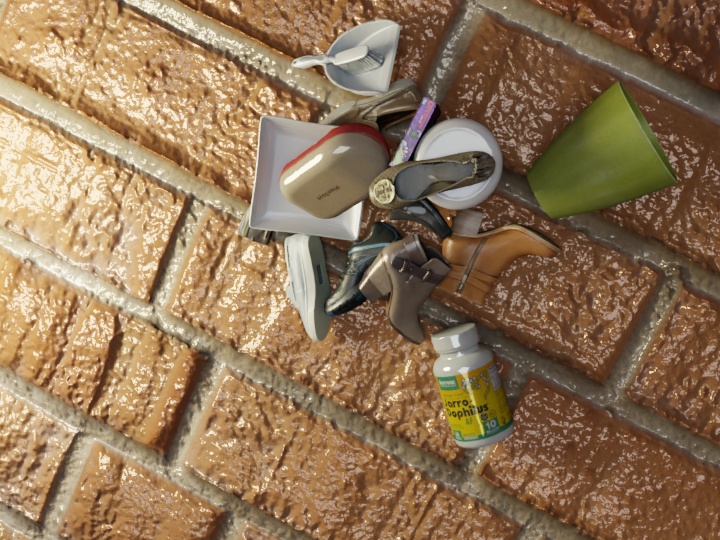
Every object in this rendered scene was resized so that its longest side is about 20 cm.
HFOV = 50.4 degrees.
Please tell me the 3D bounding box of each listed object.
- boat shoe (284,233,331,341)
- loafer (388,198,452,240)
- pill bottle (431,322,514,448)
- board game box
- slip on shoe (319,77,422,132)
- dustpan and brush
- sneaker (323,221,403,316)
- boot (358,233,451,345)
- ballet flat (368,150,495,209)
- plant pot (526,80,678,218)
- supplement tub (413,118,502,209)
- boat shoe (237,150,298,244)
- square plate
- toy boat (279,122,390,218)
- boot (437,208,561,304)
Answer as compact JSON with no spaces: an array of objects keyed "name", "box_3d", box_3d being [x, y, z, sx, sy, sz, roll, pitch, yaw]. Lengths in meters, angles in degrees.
[{"name":"boat shoe","box_3d":[-0.101,0.030,1.412,0.071,0.070,0.203,-2,99,29]},{"name":"loafer","box_3d":[0.073,-0.115,1.326,0.200,0.073,0.072,42,97,-3]},{"name":"pill bottle","box_3d":[0.194,0.201,1.358,0.112,0.113,0.202,-16,95,11]},{"name":"board game box","box_3d":[0.094,-0.223,1.272,0.032,0.200,0.121,24,101,4]},{"name":"slip on shoe","box_3d":[0.017,-0.264,1.342,0.198,0.076,0.061,-24,72,4]},{"name":"dustpan and brush","box_3d":[-0.034,-0.367,1.338,0.199,0.057,0.141,-1,72,40]},{"name":"sneaker","box_3d":[0.000,0.000,1.392,0.200,0.073,0.082,-45,73,6]},{"name":"boot","box_3d":[0.098,0.032,1.340,0.146,0.071,0.200,-37,123,16]},{"name":"ballet flat","box_3d":[0.106,-0.138,1.155,0.198,0.046,0.068,-11,95,12]},{"name":"plant pot","box_3d":[0.383,-0.175,1.260,0.199,0.187,0.188,-31,92,26]},{"name":"supplement tub","box_3d":[0.163,-0.176,1.267,0.139,0.200,0.142,1,98,9]},{"name":"boat shoe","box_3d":[-0.149,-0.136,1.395,0.073,0.075,0.201,31,110,-6]},{"name":"square plate","box_3d":[-0.087,-0.161,1.341,0.198,0.028,0.200,6,107,-9]},{"name":"toy boat","box_3d":[-0.038,-0.183,1.265,0.130,0.132,0.199,30,142,-32]},{"name":"boot","box_3d":[0.236,-0.012,1.339,0.198,0.077,0.157,18,98,9]}]
